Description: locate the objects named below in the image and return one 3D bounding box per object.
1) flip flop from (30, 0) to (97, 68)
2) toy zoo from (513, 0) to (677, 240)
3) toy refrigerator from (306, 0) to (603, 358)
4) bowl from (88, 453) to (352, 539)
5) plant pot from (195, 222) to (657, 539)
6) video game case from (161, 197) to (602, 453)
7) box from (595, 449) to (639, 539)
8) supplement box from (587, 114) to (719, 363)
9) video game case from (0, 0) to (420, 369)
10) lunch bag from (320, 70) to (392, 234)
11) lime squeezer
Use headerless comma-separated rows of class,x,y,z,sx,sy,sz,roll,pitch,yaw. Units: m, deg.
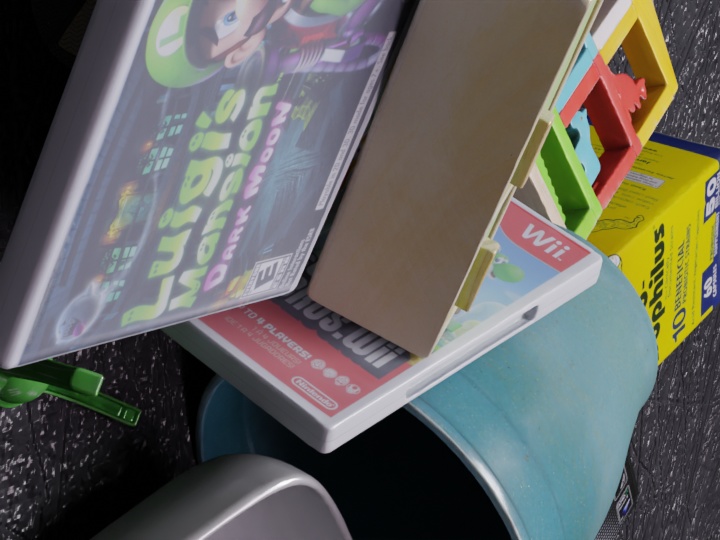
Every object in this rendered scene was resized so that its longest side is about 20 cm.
flip flop,-0.065,-0.167,0.772,0.058,0.080,0.202,28,75,-73
toy zoo,0.121,-0.114,1.126,0.200,0.020,0.132,-54,126,-41
toy refrigerator,0.047,-0.064,0.868,0.076,0.070,0.201,-57,172,-50
bowl,-0.090,0.188,0.965,0.200,0.074,0.201,-37,136,-22
plant pot,0.052,0.074,1.041,0.188,0.199,0.201,-42,138,-39
video game case,0.000,0.000,0.960,0.199,0.143,0.018,-29,143,-41
box,0.109,0.159,1.336,0.200,0.047,0.194,-54,147,-30
supplement box,0.126,0.004,1.222,0.200,0.109,0.110,-39,136,-43
video game case,-0.046,-0.064,0.768,0.181,0.023,0.201,-15,135,-55
lunch bag,-0.039,-0.080,0.898,0.200,0.077,0.161,-32,153,-45
lime squeezer,-0.133,0.040,0.867,0.200,0.070,0.038,101,-7,-81
